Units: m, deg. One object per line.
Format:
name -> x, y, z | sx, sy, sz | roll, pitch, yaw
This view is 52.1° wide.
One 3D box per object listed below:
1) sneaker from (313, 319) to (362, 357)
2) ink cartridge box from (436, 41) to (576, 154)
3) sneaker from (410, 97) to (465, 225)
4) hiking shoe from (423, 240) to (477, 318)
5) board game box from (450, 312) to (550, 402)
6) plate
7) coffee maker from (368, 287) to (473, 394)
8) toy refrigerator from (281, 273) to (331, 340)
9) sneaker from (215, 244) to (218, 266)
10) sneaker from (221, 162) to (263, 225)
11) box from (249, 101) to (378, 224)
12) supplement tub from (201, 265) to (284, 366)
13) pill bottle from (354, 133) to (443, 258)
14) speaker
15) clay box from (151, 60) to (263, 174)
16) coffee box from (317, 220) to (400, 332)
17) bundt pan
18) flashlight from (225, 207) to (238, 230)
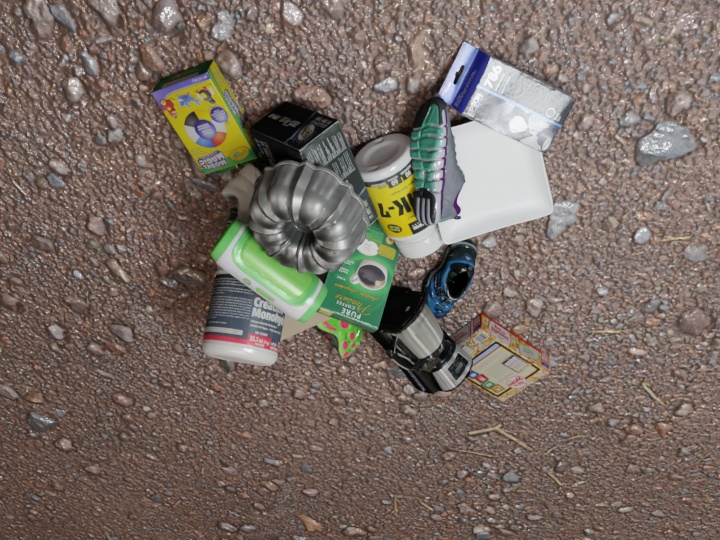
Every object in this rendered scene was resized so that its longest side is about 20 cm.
sneaker -> -0.057, 0.115, 1.567 | 0.084, 0.077, 0.201 | 34, 163, 40
ink cartridge box -> 0.227, -0.268, 1.152 | 0.198, 0.039, 0.100 | 22, 113, -10
sneaker -> 0.132, -0.176, 1.192 | 0.087, 0.074, 0.203 | -9, 109, -37
hiking shoe -> 0.167, 0.032, 1.430 | 0.073, 0.087, 0.201 | 13, 134, -3
board game box -> 0.285, 0.192, 1.588 | 0.199, 0.047, 0.151 | 32, 130, -20
plate -> 0.210, -0.162, 1.240 | 0.197, 0.032, 0.202 | -16, 116, 7
coffee maker -> 0.112, 0.136, 1.493 | 0.134, 0.192, 0.201 | -40, 117, -3
toy refrigerator -> -0.100, 0.058, 1.438 | 0.198, 0.070, 0.076 | -25, 126, 15
sneaker -> -0.205, 0.001, 1.472 | 0.079, 0.079, 0.200 | -15, 140, 28
sneaker -> -0.168, -0.086, 1.295 | 0.200, 0.099, 0.078 | 50, 173, 10
box -> -0.077, -0.162, 1.232 | 0.163, 0.086, 0.201 | 31, 153, 46
supplement tub -> -0.205, 0.065, 1.347 | 0.138, 0.203, 0.140 | 9, 168, 2
pill bottle -> 0.074, -0.125, 1.280 | 0.113, 0.115, 0.201 | -14, 129, 22
speaker -> -0.155, 0.002, 1.255 | 0.199, 0.089, 0.088 | 37, 129, -12
clay box -> -0.254, -0.248, 1.266 | 0.114, 0.048, 0.201 | -13, 129, 21
coffee box -> 0.000, 0.000, 1.354 | 0.122, 0.202, 0.044 | 19, 162, -10
bundt pan -> -0.091, -0.071, 1.159 | 0.199, 0.076, 0.203 | 14, 139, 12
flashlight -> -0.148, -0.063, 1.354 | 0.197, 0.068, 0.069 | 12, 109, -3
